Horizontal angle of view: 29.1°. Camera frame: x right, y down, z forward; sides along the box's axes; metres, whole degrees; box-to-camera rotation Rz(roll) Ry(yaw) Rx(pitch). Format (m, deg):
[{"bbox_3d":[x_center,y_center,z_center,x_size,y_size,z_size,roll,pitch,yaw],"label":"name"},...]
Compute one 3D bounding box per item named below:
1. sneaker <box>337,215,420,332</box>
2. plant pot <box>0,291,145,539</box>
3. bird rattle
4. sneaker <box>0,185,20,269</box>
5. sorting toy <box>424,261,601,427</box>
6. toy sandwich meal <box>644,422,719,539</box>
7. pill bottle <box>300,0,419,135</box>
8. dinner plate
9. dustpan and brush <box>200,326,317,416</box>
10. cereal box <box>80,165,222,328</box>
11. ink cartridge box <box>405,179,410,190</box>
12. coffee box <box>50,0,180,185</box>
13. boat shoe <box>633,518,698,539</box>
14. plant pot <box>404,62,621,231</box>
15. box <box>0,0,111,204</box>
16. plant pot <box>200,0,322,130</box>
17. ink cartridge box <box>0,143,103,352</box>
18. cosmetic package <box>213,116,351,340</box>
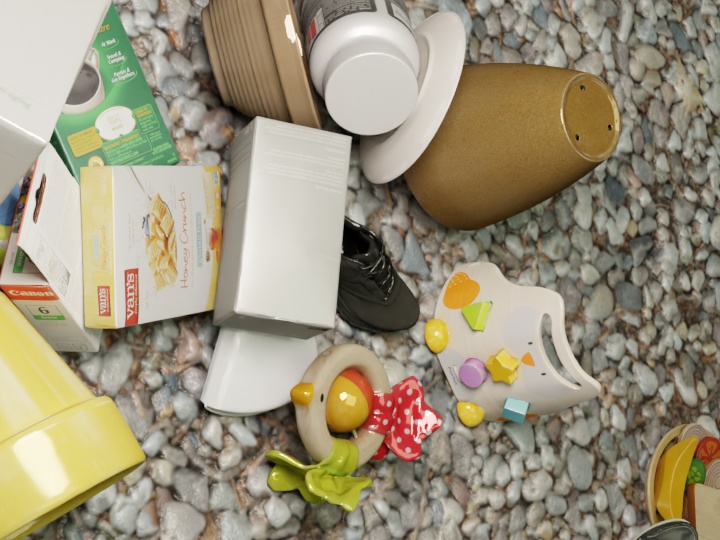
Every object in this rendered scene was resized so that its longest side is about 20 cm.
[{"bbox_3d":[0.000,0.000,1.479,0.200,0.091,0.076,39,58,-29],"label":"sneaker"},{"bbox_3d":[-0.310,0.128,1.152,0.200,0.201,0.189,-26,83,-39],"label":"plant pot"},{"bbox_3d":[-0.003,0.152,1.419,0.200,0.112,0.164,-34,120,-34],"label":"bird rattle"},{"bbox_3d":[-0.381,-0.064,1.203,0.200,0.076,0.105,15,58,-41],"label":"sneaker"},{"bbox_3d":[0.181,0.091,1.552,0.107,0.180,0.201,-33,103,-38],"label":"sorting toy"},{"bbox_3d":[0.447,0.299,1.803,0.205,0.070,0.206,8,78,-38],"label":"toy sandwich meal"},{"bbox_3d":[0.000,-0.234,1.446,0.116,0.116,0.200,36,26,-29],"label":"pill bottle"},{"bbox_3d":[0.047,-0.189,1.481,0.024,0.200,0.201,24,67,-23],"label":"dinner plate"},{"bbox_3d":[-0.072,0.097,1.436,0.199,0.057,0.140,20,80,-28],"label":"dustpan and brush"},{"bbox_3d":[-0.191,-0.026,1.294,0.200,0.039,0.145,-13,102,-68],"label":"cereal box"},{"bbox_3d":[0.109,-0.156,1.608,0.200,0.068,0.116,-6,87,-40],"label":"ink cartridge box"},{"bbox_3d":[-0.264,-0.171,1.323,0.123,0.044,0.201,-31,102,-39],"label":"coffee box"},{"bbox_3d":[0.342,0.365,1.676,0.199,0.066,0.075,-25,85,-21],"label":"boat shoe"},{"bbox_3d":[0.175,-0.148,1.488,0.186,0.200,0.187,7,79,-39],"label":"plant pot"},{"bbox_3d":[-0.344,-0.171,1.127,0.199,0.171,0.200,31,44,-21],"label":"box"},{"bbox_3d":[-0.105,-0.226,1.403,0.092,0.201,0.202,-14,92,0],"label":"plant pot"},{"bbox_3d":[-0.271,-0.019,1.205,0.200,0.050,0.109,70,23,-60],"label":"ink cartridge box"},{"bbox_3d":[-0.076,-0.039,1.359,0.106,0.090,0.201,12,77,-20],"label":"cosmetic package"}]
